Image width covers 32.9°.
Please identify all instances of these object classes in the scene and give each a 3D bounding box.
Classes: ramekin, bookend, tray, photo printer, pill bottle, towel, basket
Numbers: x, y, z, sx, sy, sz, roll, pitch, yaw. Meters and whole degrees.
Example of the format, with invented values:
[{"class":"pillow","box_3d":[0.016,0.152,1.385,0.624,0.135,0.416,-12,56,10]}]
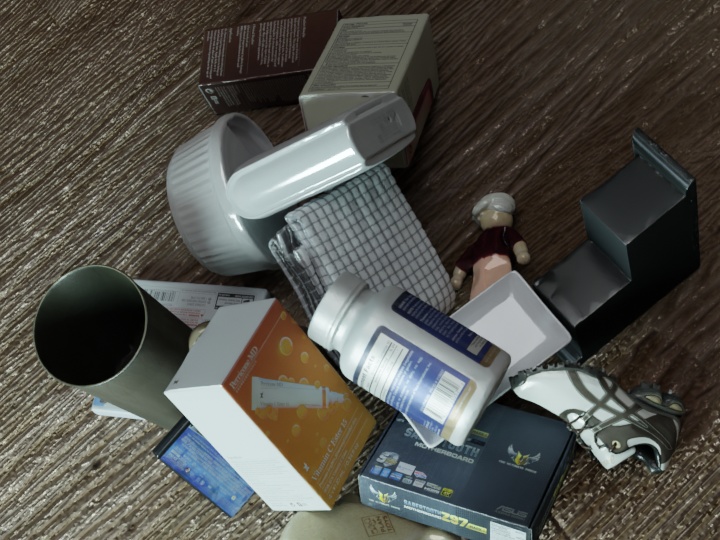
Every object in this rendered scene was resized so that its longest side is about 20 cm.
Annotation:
[{"class":"ramekin","box_3d":[-0.160,-0.087,1.518,0.093,0.202,0.204,-19,59,20]},{"class":"bookend","box_3d":[0.268,-0.017,1.343,0.199,0.199,0.092,-39,59,-4]},{"class":"tray","box_3d":[0.125,0.098,1.344,0.199,0.022,0.108,-36,66,-6]},{"class":"photo printer","box_3d":[-0.051,-0.127,1.401,0.199,0.166,0.070,-22,98,30]},{"class":"pill bottle","box_3d":[0.048,0.086,1.276,0.199,0.111,0.111,31,75,10]},{"class":"towel","box_3d":[0.000,0.000,1.408,0.165,0.085,0.201,-34,96,-37]},{"class":"basket","box_3d":[-0.249,0.102,1.400,0.179,0.200,0.137,25,79,40]}]

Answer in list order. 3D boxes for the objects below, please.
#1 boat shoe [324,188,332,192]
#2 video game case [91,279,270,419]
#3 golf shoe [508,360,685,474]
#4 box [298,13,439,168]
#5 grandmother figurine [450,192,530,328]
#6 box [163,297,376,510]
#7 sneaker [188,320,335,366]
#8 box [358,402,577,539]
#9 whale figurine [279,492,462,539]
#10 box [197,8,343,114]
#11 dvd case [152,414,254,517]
[{"class":"boat shoe","box_3d":[-0.009,-0.112,1.554,0.072,0.066,0.199,-49,43,-11]},{"class":"video game case","box_3d":[-0.225,0.102,1.534,0.198,0.022,0.184,4,65,18]},{"class":"golf shoe","box_3d":[0.250,0.157,1.290,0.198,0.078,0.095,15,68,-9]},{"class":"box","box_3d":[0.016,-0.227,1.539,0.126,0.110,0.201,0,38,18]},{"class":"grandmother figurine","box_3d":[0.156,-0.006,1.450,0.120,0.061,0.202,-14,53,33]},{"class":"box","box_3d":[-0.092,0.146,1.306,0.097,0.200,0.125,-10,38,43]},{"class":"sneaker","box_3d":[-0.124,0.089,1.427,0.075,0.199,0.071,33,105,51]},{"class":"box","box_3d":[0.118,0.210,1.323,0.198,0.051,0.158,15,41,23]},{"class":"whale figurine","box_3d":[0.009,0.313,1.322,0.198,0.105,0.159,-11,36,-15]},{"class":"box","box_3d":[-0.116,-0.286,1.673,0.198,0.075,0.101,-6,61,16]},{"class":"dvd case","box_3d":[-0.126,0.171,1.398,0.200,0.143,0.018,-48,37,-8]}]
